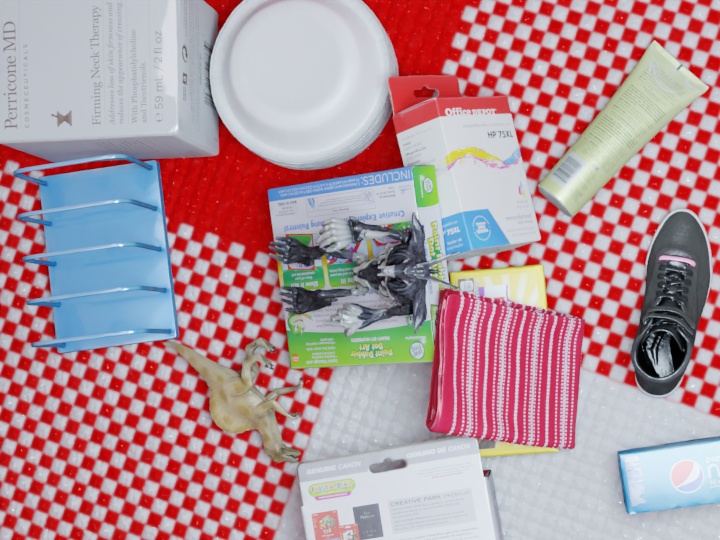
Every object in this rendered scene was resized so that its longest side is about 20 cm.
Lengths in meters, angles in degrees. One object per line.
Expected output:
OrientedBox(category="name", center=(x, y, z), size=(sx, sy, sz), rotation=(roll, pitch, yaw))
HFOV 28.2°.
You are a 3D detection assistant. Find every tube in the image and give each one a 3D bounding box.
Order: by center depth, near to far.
OrientedBox(category="tube", center=(0.273, -0.144, 1.513), size=(0.200, 0.052, 0.058), rotation=(-48, 123, 0))

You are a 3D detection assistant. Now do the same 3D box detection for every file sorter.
OrientedBox(category="file sorter", center=(-0.290, -0.017, 1.553), size=(0.139, 0.123, 0.200), rotation=(-8, 86, 9))

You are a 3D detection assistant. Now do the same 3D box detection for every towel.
OrientedBox(category="towel", center=(0.151, 0.103, 1.457), size=(0.200, 0.022, 0.145), rotation=(12, 81, -35))

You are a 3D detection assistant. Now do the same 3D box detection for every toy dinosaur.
OrientedBox(category="toy dinosaur", center=(-0.131, 0.124, 1.549), size=(0.200, 0.058, 0.101), rotation=(44, 105, 7))

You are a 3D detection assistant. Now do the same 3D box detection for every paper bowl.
OrientedBox(category="paper bowl", center=(-0.063, -0.212, 1.538), size=(0.200, 0.104, 0.201), rotation=(0, 87, 7))

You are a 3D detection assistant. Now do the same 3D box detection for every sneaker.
OrientedBox(category="sneaker", center=(0.321, 0.032, 1.468), size=(0.071, 0.099, 0.200), rotation=(10, 87, 11))

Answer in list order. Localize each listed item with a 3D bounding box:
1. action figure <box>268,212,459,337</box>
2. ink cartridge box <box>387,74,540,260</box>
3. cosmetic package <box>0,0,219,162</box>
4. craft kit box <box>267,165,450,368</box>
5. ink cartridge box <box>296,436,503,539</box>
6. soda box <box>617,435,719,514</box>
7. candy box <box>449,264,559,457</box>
OrientedBox(category="action figure", center=(-0.003, 0.006, 1.405), size=(0.200, 0.102, 0.119), rotation=(-4, 92, 42))
OrientedBox(category="ink cartridge box", center=(0.107, -0.116, 1.493), size=(0.067, 0.116, 0.200), rotation=(-17, 84, 45))
OrientedBox(category="cosmetic package", center=(-0.267, -0.209, 1.537), size=(0.200, 0.166, 0.168), rotation=(-2, 87, 10))
OrientedBox(category="craft kit box", center=(0.000, 0.000, 1.491), size=(0.200, 0.048, 0.198), rotation=(-5, 90, 39))
OrientedBox(category="ink cartridge box", center=(0.046, 0.269, 1.505), size=(0.200, 0.084, 0.176), rotation=(-10, 86, 8))
OrientedBox(category="soda box", center=(0.366, 0.203, 1.467), size=(0.200, 0.068, 0.064), rotation=(-8, 85, 8))
OrientedBox(category="candy box", center=(0.153, 0.096, 1.527), size=(0.102, 0.026, 0.200), rotation=(-5, 87, 5))
